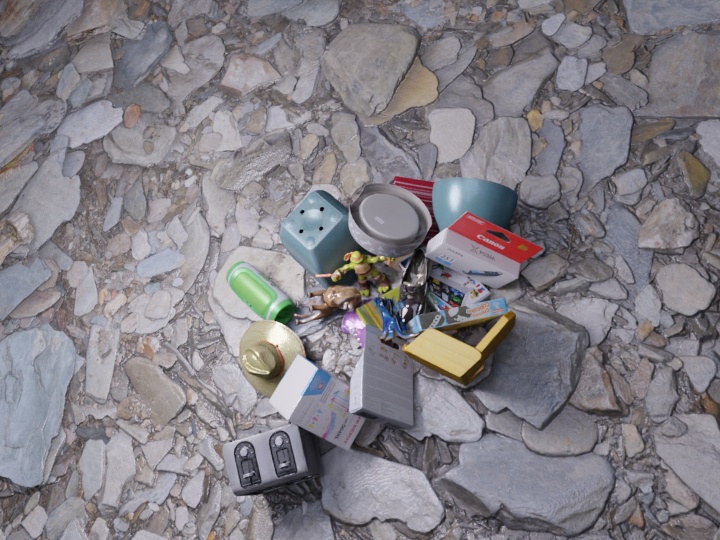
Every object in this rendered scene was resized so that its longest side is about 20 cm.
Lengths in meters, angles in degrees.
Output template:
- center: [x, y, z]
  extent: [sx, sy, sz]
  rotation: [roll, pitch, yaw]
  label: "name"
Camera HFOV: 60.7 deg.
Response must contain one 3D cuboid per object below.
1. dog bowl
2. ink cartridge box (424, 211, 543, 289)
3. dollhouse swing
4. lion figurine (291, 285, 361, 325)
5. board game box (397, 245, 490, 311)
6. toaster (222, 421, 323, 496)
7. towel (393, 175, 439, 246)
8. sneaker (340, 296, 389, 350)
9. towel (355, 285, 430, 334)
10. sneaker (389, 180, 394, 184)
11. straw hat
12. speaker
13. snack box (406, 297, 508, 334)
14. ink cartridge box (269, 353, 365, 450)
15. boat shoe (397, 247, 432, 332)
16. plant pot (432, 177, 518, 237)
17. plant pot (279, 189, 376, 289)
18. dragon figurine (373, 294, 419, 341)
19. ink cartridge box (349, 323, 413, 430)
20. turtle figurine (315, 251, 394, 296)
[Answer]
- center: [0.063, -0.113, 1.427]
  extent: [0.199, 0.059, 0.201]
  rotation: [9, 48, -11]
  label: "dog bowl"
- center: [0.270, -0.039, 1.364]
  extent: [0.199, 0.176, 0.045]
  rotation: [24, 64, -12]
  label: "ink cartridge box"
- center: [0.217, 0.143, 1.335]
  extent: [0.181, 0.200, 0.176]
  rotation: [25, 82, 19]
  label: "dollhouse swing"
- center: [-0.087, 0.084, 1.513]
  extent: [0.122, 0.200, 0.073]
  rotation: [-7, 81, -28]
  label: "lion figurine"
- center: [0.198, 0.024, 1.473]
  extent: [0.126, 0.035, 0.200]
  rotation: [-32, 62, -12]
  label: "board game box"
- center: [-0.192, 0.427, 1.390]
  extent: [0.180, 0.200, 0.119]
  rotation: [-17, 69, 4]
  label: "toaster"
- center: [0.150, -0.146, 1.531]
  extent: [0.144, 0.023, 0.201]
  rotation: [7, 59, -8]
  label: "towel"
- center: [0.008, 0.166, 1.484]
  extent: [0.114, 0.073, 0.201]
  rotation: [-11, 56, 18]
  label: "sneaker"
- center: [0.091, 0.080, 1.468]
  extent: [0.200, 0.018, 0.086]
  rotation: [-28, 66, -20]
  label: "towel"
- center: [0.103, -0.140, 1.576]
  extent: [0.076, 0.075, 0.201]
  rotation: [1, 64, -13]
  label: "sneaker"
- center: [-0.239, 0.220, 1.500]
  extent: [0.200, 0.085, 0.202]
  rotation: [0, 89, 23]
  label: "straw hat"
- center: [-0.262, 0.060, 1.604]
  extent: [0.200, 0.088, 0.089]
  rotation: [38, 85, 27]
  label: "speaker"
- center: [0.209, 0.105, 1.345]
  extent: [0.199, 0.116, 0.037]
  rotation: [-10, 78, -10]
  label: "snack box"
- center: [-0.077, 0.301, 1.388]
  extent: [0.129, 0.200, 0.125]
  rotation: [-59, 27, -8]
  label: "ink cartridge box"
- center: [0.119, 0.041, 1.422]
  extent: [0.073, 0.065, 0.201]
  rotation: [4, 73, 19]
  label: "boat shoe"
- center: [0.258, -0.120, 1.440]
  extent: [0.199, 0.200, 0.135]
  rotation: [7, 80, 21]
  label: "plant pot"
- center: [-0.088, -0.086, 1.536]
  extent: [0.196, 0.200, 0.196]
  rotation: [-47, 63, -2]
  label: "plant pot"
- center: [0.071, 0.101, 1.353]
  extent: [0.059, 0.200, 0.100]
  rotation: [-6, 90, -11]
  label: "dragon figurine"
- center: [0.051, 0.243, 1.391]
  extent: [0.057, 0.162, 0.201]
  rotation: [-32, 44, 37]
  label: "ink cartridge box"
- center: [0.000, 0.000, 1.492]
  extent: [0.199, 0.161, 0.065]
  rotation: [-23, 52, 6]
  label: "turtle figurine"
